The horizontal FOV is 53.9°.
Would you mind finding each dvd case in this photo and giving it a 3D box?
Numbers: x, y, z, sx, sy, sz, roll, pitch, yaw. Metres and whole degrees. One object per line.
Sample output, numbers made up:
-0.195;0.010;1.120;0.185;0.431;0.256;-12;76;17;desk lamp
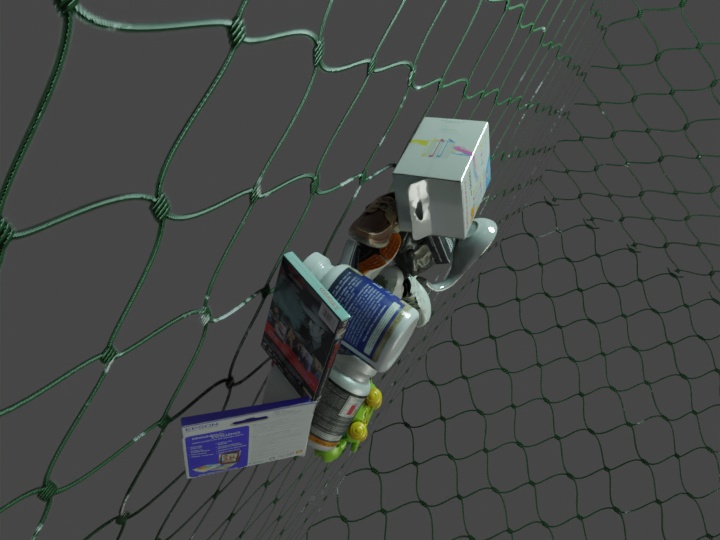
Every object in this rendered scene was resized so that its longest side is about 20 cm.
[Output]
-0.088;0.093;1.064;0.022;0.146;0.202;-21;144;-37;dvd case

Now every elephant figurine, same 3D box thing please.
0.094;-0.061;1.452;0.199;0.139;0.158;-4;83;-64;elephant figurine

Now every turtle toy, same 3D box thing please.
-0.026;0.315;1.504;0.146;0.100;0.202;86;29;-75;turtle toy

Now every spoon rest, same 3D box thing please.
0.200;-0.031;1.436;0.200;0.099;0.061;-45;121;-10;spoon rest

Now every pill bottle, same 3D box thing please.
-0.015;0.063;1.136;0.116;0.198;0.116;-53;167;-18;pill bottle
-0.050;0.242;1.393;0.202;0.116;0.116;-58;166;11;pill bottle

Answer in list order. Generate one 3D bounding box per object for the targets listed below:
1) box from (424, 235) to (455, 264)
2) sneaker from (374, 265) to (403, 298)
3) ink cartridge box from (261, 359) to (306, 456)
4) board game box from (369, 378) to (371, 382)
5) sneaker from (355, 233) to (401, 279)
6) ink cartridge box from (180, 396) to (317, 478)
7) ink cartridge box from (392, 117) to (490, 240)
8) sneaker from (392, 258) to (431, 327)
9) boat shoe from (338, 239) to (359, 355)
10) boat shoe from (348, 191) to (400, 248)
0.160;-0.133;1.410;0.144;0.036;0.202;62;32;-36;box
0.056;0.037;1.512;0.098;0.079;0.200;-24;165;-28;sneaker
-0.119;0.215;1.234;0.201;0.081;0.148;100;-1;-55;ink cartridge box
0.008;0.126;1.474;0.096;0.029;0.203;-104;-170;-62;board game box
0.000;0.000;1.346;0.200;0.076;0.092;-47;171;-14;sneaker
-0.170;0.241;1.064;0.195;0.044;0.201;-7;147;-17;ink cartridge box
0.142;-0.155;1.236;0.130;0.123;0.201;77;31;-43;ink cartridge box
0.105;0.060;1.637;0.116;0.074;0.203;-56;134;-59;sneaker
-0.006;0.052;1.250;0.071;0.089;0.204;126;-26;-82;boat shoe
0.035;-0.098;1.254;0.200;0.075;0.073;-46;158;-63;boat shoe
